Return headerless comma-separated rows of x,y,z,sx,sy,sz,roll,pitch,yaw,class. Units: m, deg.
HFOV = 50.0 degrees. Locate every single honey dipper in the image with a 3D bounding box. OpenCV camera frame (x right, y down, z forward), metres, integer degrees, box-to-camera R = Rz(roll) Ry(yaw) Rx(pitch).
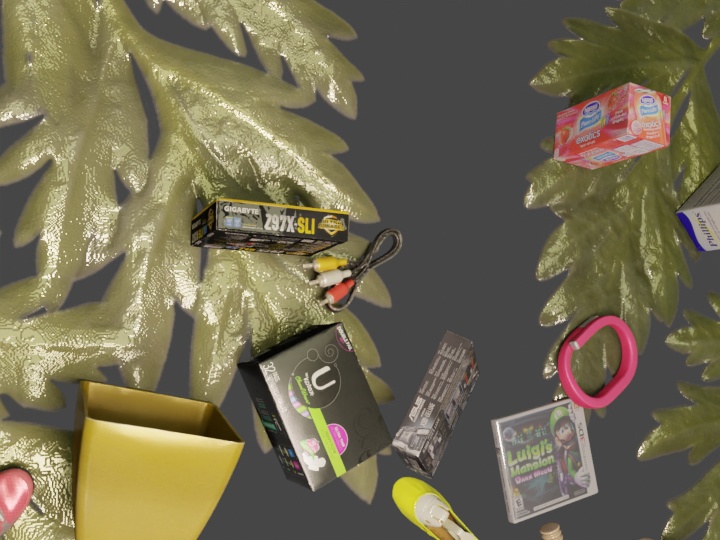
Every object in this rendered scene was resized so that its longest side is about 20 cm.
0.368,0.550,1.381,0.038,0.038,0.202,-22,96,-25,honey dipper

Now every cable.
0.000,0.000,1.256,0.198,0.050,0.098,-25,96,-24,cable

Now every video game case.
0.335,0.337,1.394,0.198,0.023,0.184,-9,88,-26,video game case

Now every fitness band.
0.449,0.169,1.448,0.199,0.037,0.145,-33,97,-32,fitness band

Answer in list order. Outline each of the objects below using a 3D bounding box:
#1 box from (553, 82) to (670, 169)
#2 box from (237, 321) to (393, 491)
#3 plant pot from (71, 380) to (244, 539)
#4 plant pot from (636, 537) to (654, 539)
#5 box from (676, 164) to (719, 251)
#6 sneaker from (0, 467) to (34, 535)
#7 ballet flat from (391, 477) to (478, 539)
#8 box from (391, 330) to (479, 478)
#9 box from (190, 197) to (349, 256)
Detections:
0.458,-0.259,1.417,0.101,0.200,0.096,10,80,-23,box
-0.070,0.200,1.162,0.147,0.124,0.202,-25,94,-25,box
-0.289,0.270,1.023,0.198,0.200,0.179,15,89,-23,plant pot
0.554,0.590,1.391,0.179,0.200,0.200,39,69,1,plant pot
0.782,-0.142,1.557,0.184,0.199,0.105,-41,103,-23,box
-0.494,0.333,0.968,0.200,0.087,0.074,-42,103,-23,sneaker
0.136,0.412,1.268,0.200,0.067,0.067,47,69,-13,ballet flat
0.126,0.219,1.239,0.049,0.158,0.201,21,71,22,box
-0.136,-0.060,1.139,0.198,0.159,0.050,4,83,-24,box
